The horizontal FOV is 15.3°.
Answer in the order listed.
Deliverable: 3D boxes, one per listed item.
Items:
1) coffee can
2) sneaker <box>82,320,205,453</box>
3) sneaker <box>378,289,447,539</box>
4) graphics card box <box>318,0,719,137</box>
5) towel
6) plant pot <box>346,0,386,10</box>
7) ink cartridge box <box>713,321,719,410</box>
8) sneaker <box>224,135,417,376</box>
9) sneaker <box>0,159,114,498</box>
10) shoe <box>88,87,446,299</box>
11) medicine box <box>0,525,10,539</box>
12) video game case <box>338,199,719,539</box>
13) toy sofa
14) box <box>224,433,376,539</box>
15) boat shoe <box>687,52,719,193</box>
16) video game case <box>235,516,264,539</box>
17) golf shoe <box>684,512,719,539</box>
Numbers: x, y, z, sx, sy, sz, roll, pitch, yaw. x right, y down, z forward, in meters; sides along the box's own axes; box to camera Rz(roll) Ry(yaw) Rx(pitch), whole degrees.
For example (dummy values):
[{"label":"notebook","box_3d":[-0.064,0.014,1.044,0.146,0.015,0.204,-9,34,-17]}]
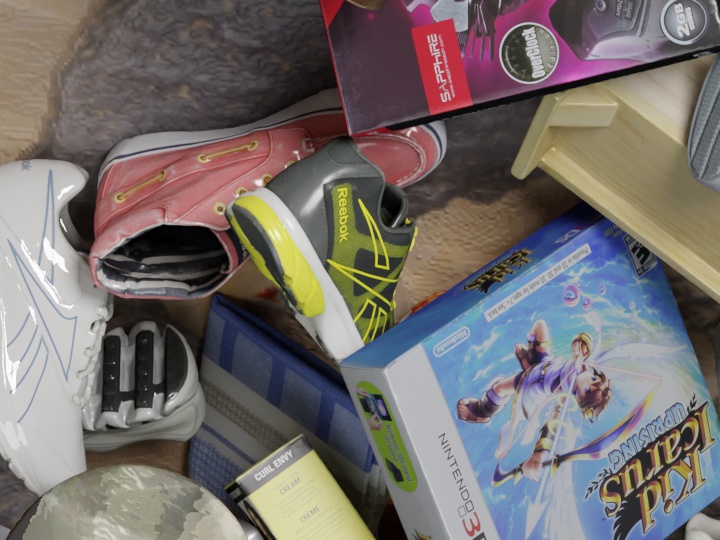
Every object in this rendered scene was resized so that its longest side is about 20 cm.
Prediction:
[{"label":"coffee can","box_3d":[-0.130,0.205,1.507,0.145,0.147,0.200,7,160,-2]},{"label":"sneaker","box_3d":[-0.186,0.079,1.574,0.199,0.076,0.081,-1,155,13]},{"label":"sneaker","box_3d":[0.040,0.095,1.565,0.073,0.077,0.201,11,130,-5]},{"label":"graphics card box","box_3d":[0.077,-0.147,1.329,0.199,0.051,0.126,-12,89,14]},{"label":"towel","box_3d":[-0.042,0.123,1.586,0.147,0.024,0.201,33,135,26]},{"label":"plant pot","box_3d":[0.020,-0.255,1.216,0.200,0.187,0.187,-41,119,14]},{"label":"ink cartridge box","box_3d":[0.303,0.018,1.475,0.146,0.083,0.200,21,128,-14]},{"label":"sneaker","box_3d":[0.000,0.000,1.413,0.085,0.075,0.200,-39,152,-3]},{"label":"sneaker","box_3d":[-0.174,0.033,1.484,0.087,0.075,0.201,-11,97,1]},{"label":"shoe","box_3d":[-0.051,-0.037,1.447,0.199,0.091,0.072,-9,130,12]},{"label":"medicine box","box_3d":[-0.248,0.296,1.688,0.103,0.183,0.200,25,128,-17]},{"label":"video game case","box_3d":[0.102,0.083,1.450,0.045,0.200,0.182,5,122,53]},{"label":"toy sofa","box_3d":[0.186,-0.043,1.390,0.200,0.098,0.083,38,150,10]},{"label":"box","box_3d":[0.001,0.189,1.509,0.050,0.075,0.200,-35,89,-12]},{"label":"boat shoe","box_3d":[0.236,-0.121,1.323,0.067,0.074,0.201,24,98,-28]},{"label":"video game case","box_3d":[-0.038,0.226,1.583,0.017,0.143,0.201,-34,104,-14]},{"label":"golf shoe","box_3d":[0.293,0.173,1.618,0.199,0.077,0.088,-15,121,16]}]
